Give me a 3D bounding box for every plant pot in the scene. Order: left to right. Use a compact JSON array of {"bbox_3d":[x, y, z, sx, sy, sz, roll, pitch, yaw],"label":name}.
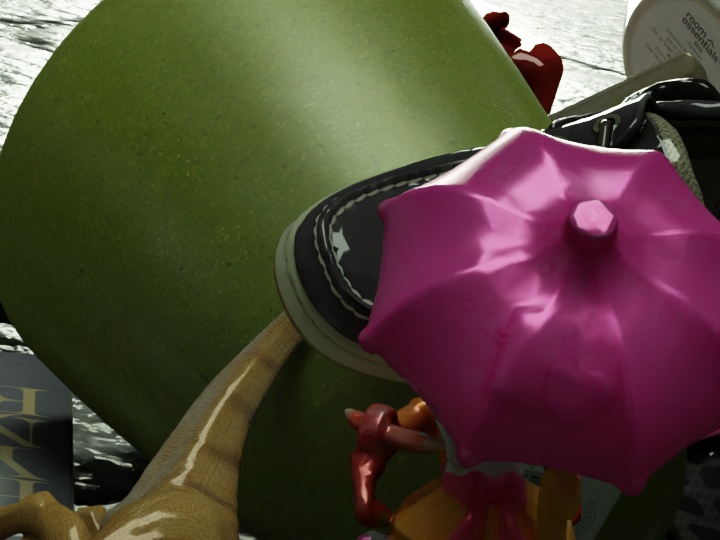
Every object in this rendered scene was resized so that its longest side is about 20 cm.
[{"bbox_3d":[0.008,0.020,0.869,0.186,0.188,0.200,-3,33,-31],"label":"plant pot"}]

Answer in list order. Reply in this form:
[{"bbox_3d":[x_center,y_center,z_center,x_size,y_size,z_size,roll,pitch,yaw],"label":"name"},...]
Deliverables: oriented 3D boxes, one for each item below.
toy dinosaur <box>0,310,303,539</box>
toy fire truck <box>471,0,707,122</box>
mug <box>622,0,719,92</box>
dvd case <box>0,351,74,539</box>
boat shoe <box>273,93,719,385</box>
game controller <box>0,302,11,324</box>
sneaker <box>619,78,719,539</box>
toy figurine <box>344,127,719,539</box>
[{"bbox_3d":[-0.055,0.073,0.761,0.105,0.061,0.201,-2,48,21],"label":"toy dinosaur"},{"bbox_3d":[0.065,-0.084,1.375,0.199,0.129,0.176,24,19,17],"label":"toy fire truck"},{"bbox_3d":[0.236,-0.127,1.544,0.186,0.151,0.153,11,22,43],"label":"mug"},{"bbox_3d":[-0.167,0.056,0.920,0.148,0.016,0.200,5,15,-7],"label":"dvd case"},{"bbox_3d":[0.074,-0.015,0.770,0.199,0.065,0.072,-4,61,-24],"label":"boat shoe"},{"bbox_3d":[-0.093,-0.003,1.077,0.198,0.042,0.104,4,-19,-6],"label":"game controller"},{"bbox_3d":[0.114,0.017,0.909,0.073,0.088,0.201,-16,49,12],"label":"sneaker"},{"bbox_3d":[0.039,0.055,0.681,0.149,0.185,0.200,3,14,-13],"label":"toy figurine"}]
